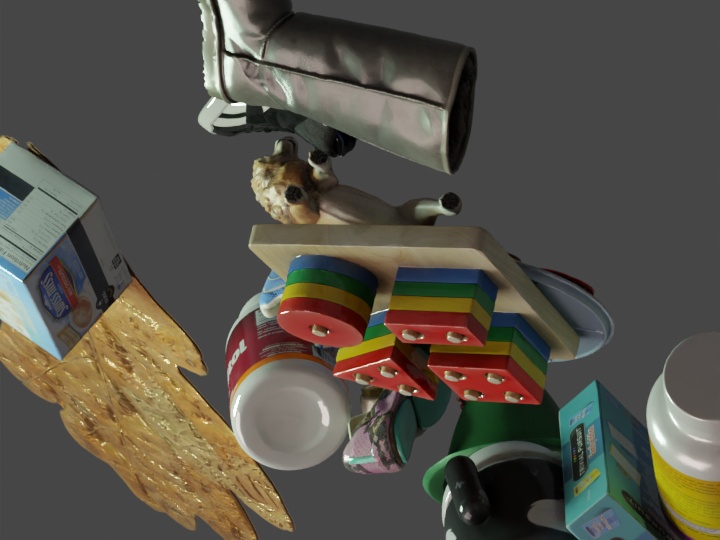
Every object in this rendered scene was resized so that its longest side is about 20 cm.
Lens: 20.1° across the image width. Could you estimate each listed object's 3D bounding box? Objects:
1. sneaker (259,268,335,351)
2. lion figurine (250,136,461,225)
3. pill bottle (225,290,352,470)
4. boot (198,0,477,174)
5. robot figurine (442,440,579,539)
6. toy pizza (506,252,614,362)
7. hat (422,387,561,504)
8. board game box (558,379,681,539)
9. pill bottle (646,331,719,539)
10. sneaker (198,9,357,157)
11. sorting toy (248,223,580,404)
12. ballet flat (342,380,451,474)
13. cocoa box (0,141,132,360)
[{"bbox_3d":[-0.003,0.048,1.860,0.200,0.077,0.076,28,156,24],"label":"sneaker"},{"bbox_3d":[0.000,-0.048,1.646,0.200,0.073,0.123,27,169,6],"label":"lion figurine"},{"bbox_3d":[-0.071,0.096,1.932,0.113,0.113,0.200,47,-168,-21],"label":"pill bottle"},{"bbox_3d":[-0.016,-0.166,1.416,0.200,0.073,0.182,20,135,28],"label":"boot"},{"bbox_3d":[0.132,0.226,1.642,0.200,0.124,0.151,-107,16,-58],"label":"robot figurine"},{"bbox_3d":[0.104,0.021,1.608,0.200,0.032,0.200,12,159,5],"label":"toy pizza"},{"bbox_3d":[0.127,0.101,1.811,0.165,0.177,0.200,-7,154,0],"label":"hat"},{"bbox_3d":[0.228,0.193,1.640,0.151,0.047,0.200,44,-161,-13],"label":"board game box"},{"bbox_3d":[0.266,0.126,1.506,0.104,0.104,0.200,29,159,27],"label":"pill bottle"},{"bbox_3d":[-0.056,-0.121,1.587,0.112,0.073,0.200,41,159,-2],"label":"sneaker"},{"bbox_3d":[0.038,0.040,1.557,0.198,0.070,0.200,2,156,30],"label":"sorting toy"},{"bbox_3d":[0.027,0.130,1.844,0.071,0.200,0.069,-9,106,19],"label":"ballet flat"},{"bbox_3d":[-0.361,-0.018,2.270,0.133,0.131,0.200,32,159,20],"label":"cocoa box"}]
